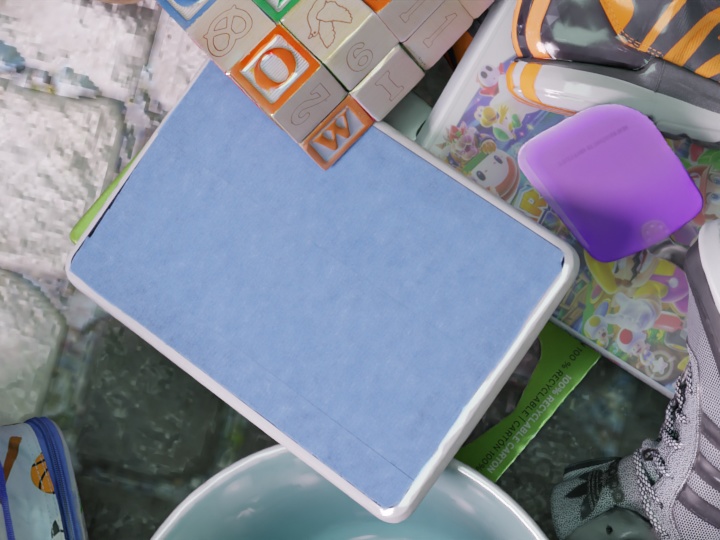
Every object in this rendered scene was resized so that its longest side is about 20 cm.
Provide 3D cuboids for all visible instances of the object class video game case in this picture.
[{"bbox_3d":[0.124,-0.035,1.070,0.199,0.018,0.144,32,85,-16],"label":"video game case"}]

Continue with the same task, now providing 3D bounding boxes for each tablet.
[{"bbox_3d":[-0.019,-0.002,1.027,0.200,0.014,0.130,35,89,29],"label":"tablet"}]

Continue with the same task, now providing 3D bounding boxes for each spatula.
[{"bbox_3d":[0.142,0.004,1.037,0.056,0.200,0.021,-29,37,25],"label":"spatula"}]

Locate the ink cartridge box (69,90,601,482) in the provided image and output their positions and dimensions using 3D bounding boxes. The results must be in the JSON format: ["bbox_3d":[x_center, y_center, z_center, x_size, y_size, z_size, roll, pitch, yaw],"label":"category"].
[{"bbox_3d":[0.000,0.000,1.097,0.200,0.076,0.148,40,87,14],"label":"ink cartridge box"}]

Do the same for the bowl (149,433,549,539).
[{"bbox_3d":[0.004,0.169,1.048,0.199,0.105,0.202,-1,85,11],"label":"bowl"}]

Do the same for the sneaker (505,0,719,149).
[{"bbox_3d":[0.162,-0.103,1.027,0.199,0.078,0.113,12,92,-17],"label":"sneaker"}]

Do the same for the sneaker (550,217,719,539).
[{"bbox_3d":[0.129,0.074,1.030,0.113,0.076,0.201,-8,121,14],"label":"sneaker"}]

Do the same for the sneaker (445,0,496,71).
[{"bbox_3d":[0.015,-0.144,1.123,0.111,0.078,0.201,-17,76,15],"label":"sneaker"}]

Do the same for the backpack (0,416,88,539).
[{"bbox_3d":[-0.184,0.137,1.041,0.153,0.191,0.201,-15,78,-11],"label":"backpack"}]

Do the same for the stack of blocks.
[{"bbox_3d":[0.011,-0.155,1.029,0.200,0.059,0.115,-46,60,1],"label":"stack of blocks"}]

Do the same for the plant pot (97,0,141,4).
[{"bbox_3d":[-0.108,-0.254,1.119,0.186,0.187,0.200,32,72,12],"label":"plant pot"}]
